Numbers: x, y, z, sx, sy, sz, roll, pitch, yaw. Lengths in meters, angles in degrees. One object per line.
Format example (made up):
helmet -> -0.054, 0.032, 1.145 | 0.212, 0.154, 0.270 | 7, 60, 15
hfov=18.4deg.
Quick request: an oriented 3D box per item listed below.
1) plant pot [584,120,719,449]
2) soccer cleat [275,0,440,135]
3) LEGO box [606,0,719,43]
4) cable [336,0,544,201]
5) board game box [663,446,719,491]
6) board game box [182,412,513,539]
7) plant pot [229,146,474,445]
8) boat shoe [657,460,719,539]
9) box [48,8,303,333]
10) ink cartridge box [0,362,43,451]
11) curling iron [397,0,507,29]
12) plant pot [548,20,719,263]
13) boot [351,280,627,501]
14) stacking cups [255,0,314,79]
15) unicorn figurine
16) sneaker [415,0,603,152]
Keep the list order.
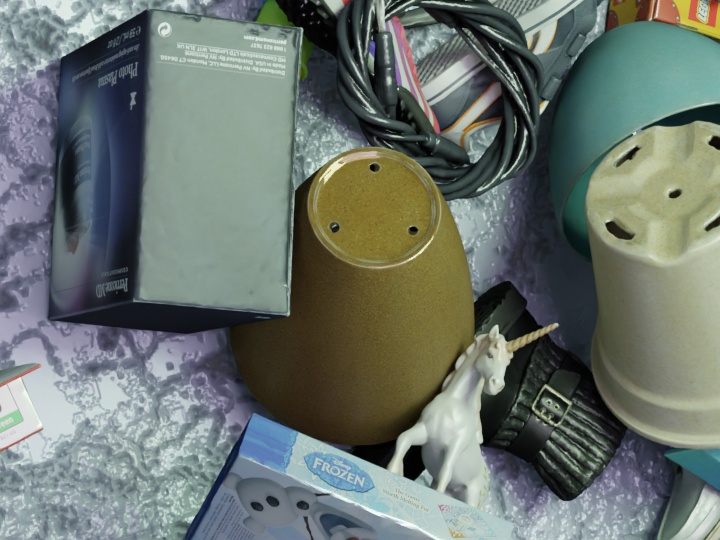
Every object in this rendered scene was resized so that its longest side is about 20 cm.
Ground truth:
plant pot -> 0.249, -0.003, 1.658 | 0.201, 0.200, 0.184 | -46, 138, -21
soccer cleat -> 0.011, -0.171, 1.670 | 0.200, 0.068, 0.073 | 51, 61, -32
LEGO box -> 0.296, -0.276, 1.844 | 0.148, 0.077, 0.202 | 14, 80, -23
cable -> 0.064, -0.134, 1.640 | 0.200, 0.051, 0.164 | 50, 53, -28
board game box -> 0.344, 0.124, 1.780 | 0.199, 0.045, 0.153 | 32, 63, -24
board game box -> -0.021, 0.205, 1.570 | 0.198, 0.200, 0.044 | 24, 48, -6
plant pot -> 0.000, 0.000, 1.584 | 0.184, 0.200, 0.188 | 2, 64, -3
boat shoe -> 0.282, 0.144, 1.806 | 0.068, 0.075, 0.201 | 39, 61, -15
box -> -0.134, -0.063, 1.561 | 0.122, 0.200, 0.201 | 4, 83, -24
ink cartridge box -> -0.274, 0.110, 1.481 | 0.108, 0.200, 0.051 | -27, 96, -24
curling iron -> 0.119, -0.217, 1.781 | 0.198, 0.050, 0.026 | -18, 91, -20
plant pot -> 0.230, -0.116, 1.757 | 0.198, 0.201, 0.136 | -1, 52, -24
boot -> 0.106, 0.130, 1.719 | 0.211, 0.079, 0.158 | -46, 104, -21
stacking cups -> -0.047, -0.212, 1.698 | 0.060, 0.060, 0.201 | 28, 70, -19
unicorn figurine -> 0.068, 0.131, 1.598 | 0.073, 0.201, 0.138 | 23, 55, 10
sneaker -> 0.131, -0.172, 1.738 | 0.199, 0.079, 0.080 | -36, 111, 10
